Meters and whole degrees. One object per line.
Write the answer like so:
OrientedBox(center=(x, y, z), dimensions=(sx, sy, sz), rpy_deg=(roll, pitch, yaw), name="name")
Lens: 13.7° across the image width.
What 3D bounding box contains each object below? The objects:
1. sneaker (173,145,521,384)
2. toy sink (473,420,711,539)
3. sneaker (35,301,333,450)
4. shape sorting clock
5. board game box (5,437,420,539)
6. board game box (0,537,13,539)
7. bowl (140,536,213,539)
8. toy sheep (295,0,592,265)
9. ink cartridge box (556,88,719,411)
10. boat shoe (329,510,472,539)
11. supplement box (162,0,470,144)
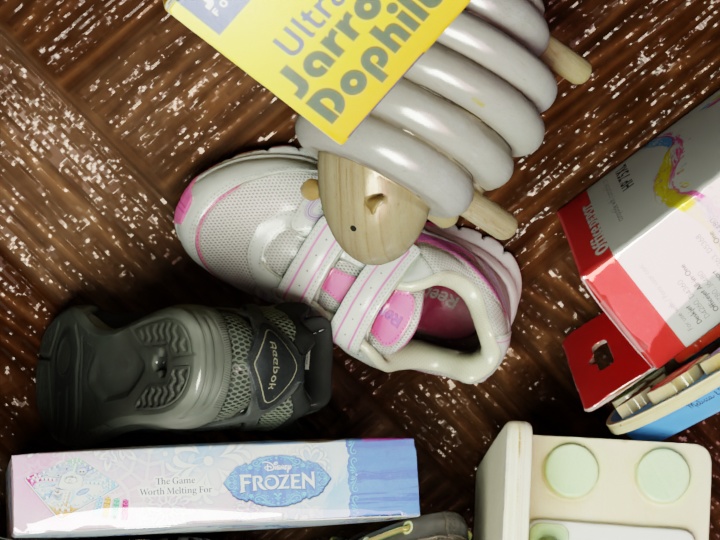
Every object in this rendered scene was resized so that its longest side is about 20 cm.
OrientedBox(center=(0.000, 0.000, 1.548), dimensions=(0.199, 0.088, 0.082), rpy_deg=(18, 111, -16), name="sneaker")
OrientedBox(center=(0.119, 0.156, 1.552), dimensions=(0.111, 0.200, 0.131), rpy_deg=(3, 78, -1), name="toy sink")
OrientedBox(center=(-0.087, 0.055, 1.522), dimensions=(0.114, 0.199, 0.077), rpy_deg=(7, 80, -33), name="sneaker")
OrientedBox(center=(0.209, 0.024, 1.540), dimensions=(0.200, 0.200, 0.039), rpy_deg=(-36, 94, 9), name="shape sorting clock")
OrientedBox(center=(-0.082, 0.113, 1.532), dimensions=(0.198, 0.200, 0.044), rpy_deg=(-3, 85, -8), name="board game box")
OrientedBox(center=(-0.176, 0.230, 1.506), dimensions=(0.135, 0.028, 0.201), rpy_deg=(11, 114, 1), name="board game box")
OrientedBox(center=(-0.085, 0.212, 1.554), dimensions=(0.200, 0.094, 0.202), rpy_deg=(5, 112, 13), name="bowl")
OrientedBox(center=(0.039, -0.096, 1.492), dimensions=(0.138, 0.138, 0.201), rpy_deg=(27, 80, -19), name="toy sheep")
OrientedBox(center=(0.172, -0.025, 1.544), dimensions=(0.200, 0.116, 0.067), rpy_deg=(-37, 106, 8), name="ink cartridge box")
OrientedBox(center=(0.007, 0.169, 1.595), dimensions=(0.071, 0.201, 0.061), rpy_deg=(10, 75, -24), name="boat shoe")
OrientedBox(center=(-0.027, -0.164, 1.405), dimensions=(0.109, 0.200, 0.109), rpy_deg=(37, 105, -22), name="supplement box")
